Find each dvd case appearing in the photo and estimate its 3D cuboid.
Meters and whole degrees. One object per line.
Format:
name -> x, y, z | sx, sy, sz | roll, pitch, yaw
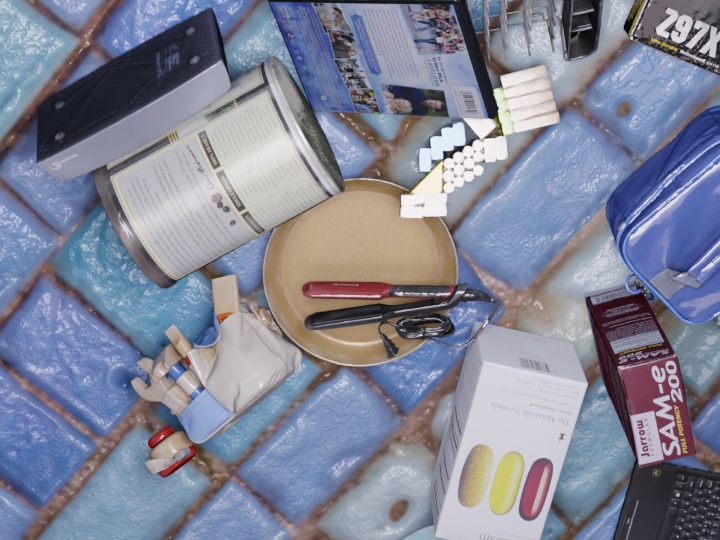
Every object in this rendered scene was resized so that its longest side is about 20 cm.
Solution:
dvd case -> 0.021, -0.202, 1.542 | 0.198, 0.018, 0.143 | 6, 139, 28

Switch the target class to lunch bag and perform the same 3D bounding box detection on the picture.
lunch bag -> 0.336, -0.048, 1.619 | 0.136, 0.132, 0.200 | 42, 103, -14

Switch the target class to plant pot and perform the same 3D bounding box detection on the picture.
plant pot -> 0.000, 0.000, 1.685 | 0.198, 0.028, 0.202 | 0, 109, -1

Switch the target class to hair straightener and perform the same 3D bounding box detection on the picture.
hair straightener -> 0.041, 0.048, 1.674 | 0.198, 0.041, 0.078 | -2, 110, -5

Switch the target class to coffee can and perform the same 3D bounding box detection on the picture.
coffee can -> -0.135, -0.093, 1.585 | 0.199, 0.147, 0.147 | -27, 108, 8

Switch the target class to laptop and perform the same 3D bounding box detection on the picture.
laptop -> 0.374, 0.316, 1.765 | 0.198, 0.103, 0.179 | 11, 109, -5

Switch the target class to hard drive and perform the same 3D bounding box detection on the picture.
hard drive -> -0.213, -0.164, 1.569 | 0.199, 0.135, 0.042 | -28, 123, 7

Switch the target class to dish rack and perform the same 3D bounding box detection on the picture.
dish rack -> 0.122, -0.237, 1.544 | 0.198, 0.154, 0.055 | -9, 71, 2

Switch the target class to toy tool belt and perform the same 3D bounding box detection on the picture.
toy tool belt -> -0.165, 0.105, 1.683 | 0.200, 0.125, 0.123 | -40, 83, 21

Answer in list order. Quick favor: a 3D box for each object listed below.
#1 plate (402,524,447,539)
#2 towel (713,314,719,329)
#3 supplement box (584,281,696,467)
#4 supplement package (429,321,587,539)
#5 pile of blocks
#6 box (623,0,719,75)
plate -> 0.113, 0.354, 1.792 | 0.198, 0.026, 0.202 | 1, 122, 2
towel -> 0.473, 0.039, 1.678 | 0.200, 0.086, 0.166 | -38, 107, 12
supplement box -> 0.273, 0.098, 1.633 | 0.060, 0.200, 0.110 | -14, 110, 4
supplement package -> 0.149, 0.174, 1.706 | 0.113, 0.110, 0.202 | 12, 109, -5
pile of blocks -> 0.107, -0.127, 1.627 | 0.200, 0.062, 0.082 | -40, 94, 2
box -> 0.373, -0.264, 1.588 | 0.198, 0.049, 0.161 | 21, 110, -9
